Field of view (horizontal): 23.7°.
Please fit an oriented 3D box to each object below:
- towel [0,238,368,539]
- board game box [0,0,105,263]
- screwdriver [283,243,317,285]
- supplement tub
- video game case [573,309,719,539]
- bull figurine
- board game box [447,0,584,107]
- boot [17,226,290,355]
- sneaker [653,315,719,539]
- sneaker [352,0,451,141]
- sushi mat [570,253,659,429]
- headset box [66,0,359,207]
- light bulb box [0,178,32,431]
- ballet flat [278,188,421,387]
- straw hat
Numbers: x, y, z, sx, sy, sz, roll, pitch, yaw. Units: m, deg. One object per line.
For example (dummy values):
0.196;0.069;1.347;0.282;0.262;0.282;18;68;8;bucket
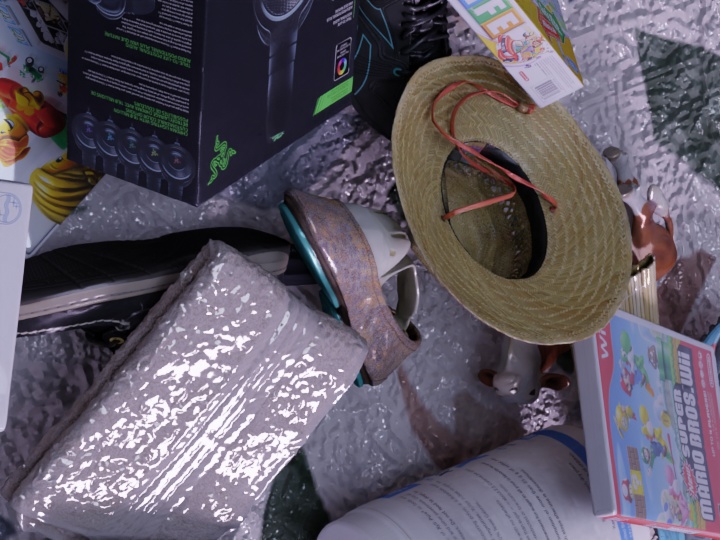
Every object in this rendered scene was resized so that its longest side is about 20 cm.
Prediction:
-0.099;0.088;0.982;0.132;0.034;0.200;36;95;-38;towel
-0.222;-0.116;0.970;0.126;0.035;0.200;-51;119;-17;board game box
-0.104;-0.001;1.067;0.199;0.028;0.029;-4;69;-32;screwdriver
0.083;0.194;1.151;0.199;0.132;0.133;-18;105;-31;supplement tub
0.204;0.106;1.172;0.200;0.017;0.144;19;62;-53;video game case
0.148;0.006;1.204;0.200;0.065;0.122;-37;132;-29;bull figurine
0.070;-0.208;1.071;0.200;0.034;0.135;40;31;-48;board game box
-0.129;0.059;1.015;0.199;0.073;0.151;-13;114;-40;boot
0.292;0.127;1.294;0.079;0.095;0.201;7;95;-56;sneaker
0.021;-0.164;1.099;0.075;0.079;0.201;-33;114;-26;sneaker
0.189;0.087;1.232;0.096;0.012;0.201;-39;136;-27;sushi mat
-0.077;-0.154;0.957;0.174;0.092;0.201;-39;142;-52;headset box
-0.294;0.002;0.838;0.199;0.198;0.125;6;90;-33;light bulb box
0.000;0.000;1.071;0.067;0.068;0.200;-30;148;-7;ballet flat
0.076;-0.032;1.112;0.200;0.085;0.202;17;59;-29;straw hat
